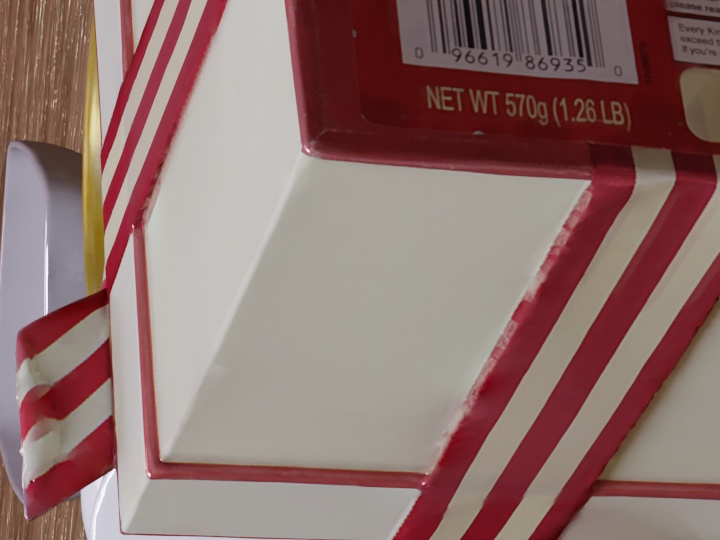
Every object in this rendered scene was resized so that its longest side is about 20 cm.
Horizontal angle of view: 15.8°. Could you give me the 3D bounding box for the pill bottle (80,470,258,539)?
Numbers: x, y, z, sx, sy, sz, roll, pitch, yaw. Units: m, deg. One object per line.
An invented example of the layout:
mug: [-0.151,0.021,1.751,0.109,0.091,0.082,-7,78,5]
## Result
pill bottle: [-0.036,0.065,0.868,0.200,0.109,0.110,-86,-1,-80]

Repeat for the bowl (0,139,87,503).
bowl: [-0.168,0.028,1.532,0.200,0.074,0.200,-136,49,-72]

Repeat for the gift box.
gift box: [0.026,-0.026,0.580,0.187,0.184,0.200,118,155,-57]

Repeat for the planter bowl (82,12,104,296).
planter bowl: [-0.067,-0.053,1.128,0.200,0.083,0.201,-179,90,-76]
